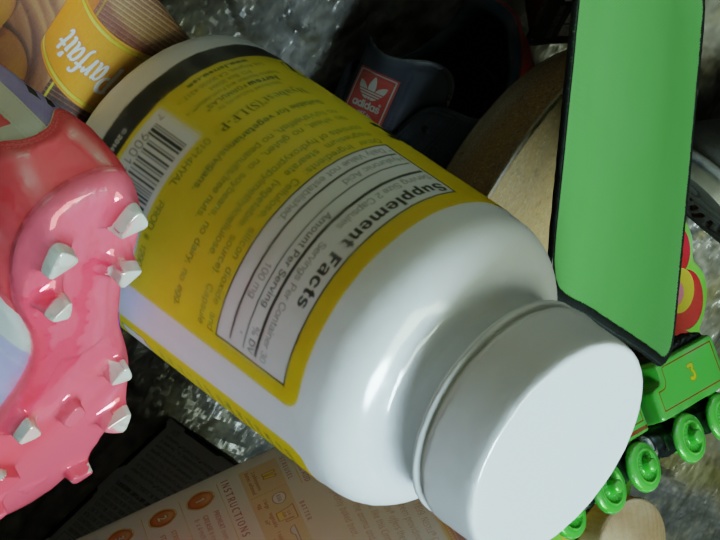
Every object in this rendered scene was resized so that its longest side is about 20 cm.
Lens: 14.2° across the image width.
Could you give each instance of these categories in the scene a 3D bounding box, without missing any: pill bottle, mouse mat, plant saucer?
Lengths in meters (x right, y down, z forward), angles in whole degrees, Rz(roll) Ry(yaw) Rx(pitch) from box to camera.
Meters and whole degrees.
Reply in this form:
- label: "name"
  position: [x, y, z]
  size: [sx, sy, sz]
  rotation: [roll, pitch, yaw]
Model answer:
- label: "pill bottle"
  position: [-0.004, 0.010, 0.988]
  size: [0.111, 0.200, 0.112]
  rotation: [-32, 141, -30]
- label: "mouse mat"
  position: [0.102, -0.055, 1.091]
  size: [0.200, 0.007, 0.162]
  rotation: [28, 67, -68]
- label: "plant saucer"
  position: [0.069, -0.016, 1.191]
  size: [0.200, 0.035, 0.201]
  rotation: [-45, 153, -31]

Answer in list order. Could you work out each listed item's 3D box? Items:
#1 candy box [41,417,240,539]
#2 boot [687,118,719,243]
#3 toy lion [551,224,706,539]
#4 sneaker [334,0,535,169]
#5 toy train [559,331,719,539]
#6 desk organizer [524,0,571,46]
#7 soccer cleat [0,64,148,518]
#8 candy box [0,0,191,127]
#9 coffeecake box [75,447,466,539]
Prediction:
- label: "candy box"
  position: [-0.107, 0.180, 1.208]
  size: [0.200, 0.061, 0.137]
  rotation: [-43, 135, -16]
- label: "boot"
  position: [0.218, -0.102, 1.356]
  size: [0.200, 0.073, 0.182]
  rotation: [-50, 169, 4]
- label: "toy lion"
  position: [0.077, 0.045, 1.303]
  size: [0.199, 0.068, 0.193]
  rotation: [7, 90, -43]
- label: "sneaker"
  position: [-0.001, -0.042, 1.162]
  size: [0.200, 0.075, 0.085]
  rotation: [-44, 147, -32]
- label: "toy train"
  position: [0.100, 0.075, 1.247]
  size: [0.200, 0.042, 0.057]
  rotation: [-23, 95, -50]
- label: "desk organizer"
  position: [0.116, -0.171, 1.155]
  size: [0.071, 0.077, 0.200]
  rotation: [-4, 157, -13]
- label: "soccer cleat"
  position: [-0.117, 0.013, 0.987]
  size: [0.066, 0.077, 0.200]
  rotation: [-26, 155, -27]
- label: "candy box"
  position: [-0.125, -0.066, 1.003]
  size: [0.116, 0.055, 0.200]
  rotation: [-49, 146, -7]
- label: "coffeecake box"
  position: [-0.026, 0.140, 1.069]
  size: [0.199, 0.154, 0.073]
  rotation: [-25, 121, -3]
